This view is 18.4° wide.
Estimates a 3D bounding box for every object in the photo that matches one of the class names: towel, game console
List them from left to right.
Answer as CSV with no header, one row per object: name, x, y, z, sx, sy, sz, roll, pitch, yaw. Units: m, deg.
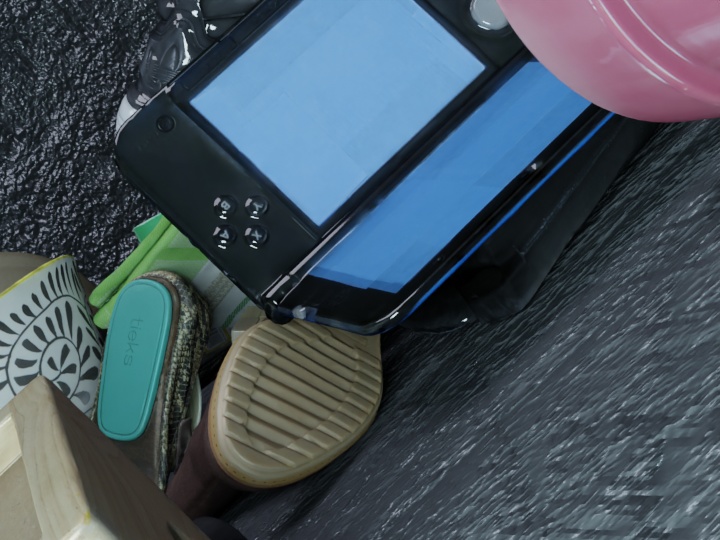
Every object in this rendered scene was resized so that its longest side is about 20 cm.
towel,-0.043,-0.022,1.247,0.200,0.031,0.149,2,-42,-48
game console,0.013,-0.078,0.977,0.200,0.171,0.118,-44,-11,-16

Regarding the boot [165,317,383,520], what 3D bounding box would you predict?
boot,-0.052,0.086,1.072,0.167,0.072,0.200,-54,2,33

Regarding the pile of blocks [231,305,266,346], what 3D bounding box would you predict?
pile of blocks,0.000,0.000,1.172,0.200,0.082,0.062,-56,2,19

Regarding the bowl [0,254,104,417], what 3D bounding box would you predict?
bowl,-0.201,0.092,1.218,0.201,0.094,0.201,-44,-2,-2

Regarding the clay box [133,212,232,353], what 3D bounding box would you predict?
clay box,-0.027,-0.036,1.325,0.200,0.048,0.115,-30,-24,-4

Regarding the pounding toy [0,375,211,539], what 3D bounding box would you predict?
pounding toy,-0.092,0.136,0.685,0.184,0.142,0.200,-43,17,-1

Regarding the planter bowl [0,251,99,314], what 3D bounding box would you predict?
planter bowl,-0.228,0.104,1.495,0.200,0.200,0.135,-43,34,-5

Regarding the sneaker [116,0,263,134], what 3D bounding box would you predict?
sneaker,-0.045,-0.117,1.117,0.200,0.075,0.114,-23,-48,-63

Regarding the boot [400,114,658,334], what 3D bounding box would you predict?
boot,0.074,-0.039,1.070,0.200,0.066,0.165,-52,8,-33

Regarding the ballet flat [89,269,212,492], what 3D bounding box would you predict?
ballet flat,-0.118,0.101,1.173,0.068,0.075,0.201,10,76,32

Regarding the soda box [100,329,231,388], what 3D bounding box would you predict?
soda box,-0.108,0.035,1.491,0.063,0.071,0.200,-50,-8,33

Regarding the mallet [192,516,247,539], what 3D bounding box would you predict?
mallet,-0.112,0.169,0.934,0.200,0.041,0.066,-43,1,43

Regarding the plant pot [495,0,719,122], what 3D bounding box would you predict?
plant pot,0.164,-0.162,0.806,0.200,0.200,0.179,-46,23,-30
